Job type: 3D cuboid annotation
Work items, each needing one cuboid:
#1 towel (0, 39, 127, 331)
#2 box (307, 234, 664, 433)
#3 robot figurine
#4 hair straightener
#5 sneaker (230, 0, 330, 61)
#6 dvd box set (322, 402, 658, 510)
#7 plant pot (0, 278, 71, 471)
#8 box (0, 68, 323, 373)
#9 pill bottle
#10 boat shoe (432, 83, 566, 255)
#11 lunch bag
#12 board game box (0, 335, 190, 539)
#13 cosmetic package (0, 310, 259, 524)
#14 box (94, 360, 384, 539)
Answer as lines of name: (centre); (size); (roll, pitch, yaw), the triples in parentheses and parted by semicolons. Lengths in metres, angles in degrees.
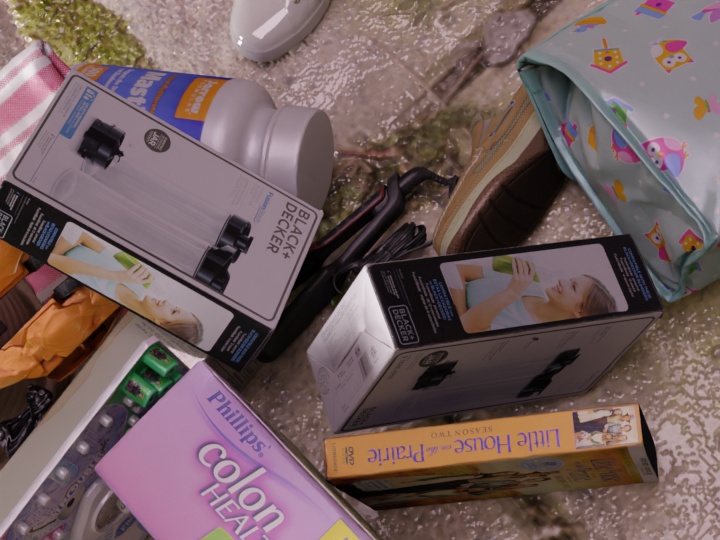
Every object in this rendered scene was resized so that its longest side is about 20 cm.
towel: (-0.215, -0.050, 1.234); (0.146, 0.030, 0.200); (-34, 98, 30)
box: (0.080, 0.040, 1.101); (0.198, 0.117, 0.061); (-7, 62, -26)
robot figurine: (-0.250, 0.039, 1.182); (0.200, 0.058, 0.145); (-43, 96, -6)
hair straightener: (0.000, 0.000, 1.241); (0.200, 0.041, 0.077); (-39, 65, -7)
sneaker: (-0.047, -0.260, 1.323); (0.072, 0.085, 0.201); (26, 79, 20)
dvd box set: (0.088, 0.123, 1.106); (0.198, 0.146, 0.030); (-7, 73, 11)
plant pot: (-0.322, 0.075, 1.263); (0.199, 0.093, 0.203); (-5, 70, 13)
box: (-0.135, -0.033, 1.142); (0.199, 0.060, 0.117); (31, 47, -8)
pill bottle: (-0.125, -0.089, 1.263); (0.198, 0.112, 0.113); (7, 71, 18)
boat shoe: (0.108, -0.084, 1.230); (0.076, 0.072, 0.200); (29, 69, 33)
lunch bag: (0.222, -0.108, 1.158); (0.170, 0.122, 0.200); (-31, 69, -16)
board game box: (-0.161, 0.155, 1.129); (0.026, 0.200, 0.200); (35, 81, 20)
cosmetic package: (-0.166, 0.114, 1.199); (0.073, 0.104, 0.200); (36, 81, 19)
box: (-0.049, 0.175, 1.093); (0.097, 0.200, 0.176); (-44, 66, -5)
